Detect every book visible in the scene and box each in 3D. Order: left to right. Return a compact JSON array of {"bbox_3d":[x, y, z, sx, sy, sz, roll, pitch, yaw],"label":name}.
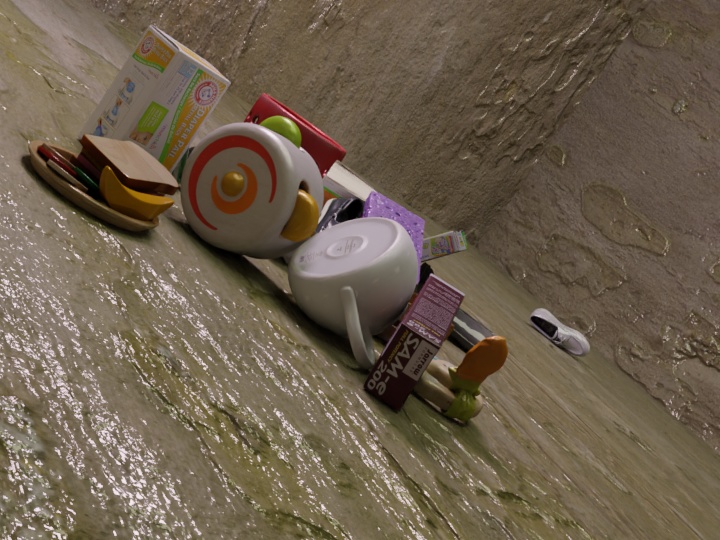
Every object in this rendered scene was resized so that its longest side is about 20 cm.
[{"bbox_3d":[-0.039,-0.097,1.992,0.133,0.200,0.048,35,52,-7],"label":"book"}]

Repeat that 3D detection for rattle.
[{"bbox_3d":[0.137,0.122,1.591,0.129,0.144,0.200,15,15,2],"label":"rattle"}]

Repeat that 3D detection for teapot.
[{"bbox_3d":[0.000,0.029,1.528,0.197,0.200,0.147,13,-50,48],"label":"teapot"}]

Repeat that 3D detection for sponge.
[{"bbox_3d":[0.051,-0.051,1.826,0.111,0.030,0.200,30,32,-13],"label":"sponge"}]

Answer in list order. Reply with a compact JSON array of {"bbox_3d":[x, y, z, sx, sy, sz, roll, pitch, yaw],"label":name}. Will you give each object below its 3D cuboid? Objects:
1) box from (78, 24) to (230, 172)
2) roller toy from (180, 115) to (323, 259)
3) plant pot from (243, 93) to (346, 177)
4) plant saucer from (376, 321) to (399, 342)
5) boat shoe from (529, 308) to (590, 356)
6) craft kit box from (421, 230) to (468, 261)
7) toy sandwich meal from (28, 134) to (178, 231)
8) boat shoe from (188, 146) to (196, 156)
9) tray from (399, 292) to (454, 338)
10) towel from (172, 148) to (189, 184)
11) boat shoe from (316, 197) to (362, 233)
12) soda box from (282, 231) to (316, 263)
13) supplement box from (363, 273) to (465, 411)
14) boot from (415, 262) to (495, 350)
[{"bbox_3d":[-0.303,-0.238,1.606,0.112,0.200,0.101,25,13,-48],"label":"box"},{"bbox_3d":[-0.155,-0.110,1.550,0.201,0.182,0.140,69,17,13],"label":"roller toy"},{"bbox_3d":[-0.154,-0.213,2.103,0.200,0.183,0.200,34,9,-6],"label":"plant pot"},{"bbox_3d":[0.030,0.073,1.763,0.200,0.037,0.200,35,8,-6],"label":"plant saucer"},{"bbox_3d":[0.579,0.185,3.184,0.200,0.072,0.068,44,32,14],"label":"boat shoe"},{"bbox_3d":[0.105,-0.033,2.147,0.197,0.199,0.049,1,74,-77],"label":"craft kit box"},{"bbox_3d":[-0.316,-0.121,1.361,0.205,0.070,0.205,34,9,-6],"label":"toy sandwich meal"},{"bbox_3d":[-0.216,-0.115,1.741,0.200,0.076,0.074,48,8,25],"label":"boat shoe"},{"bbox_3d":[0.057,0.049,1.757,0.200,0.037,0.099,28,11,-44],"label":"tray"},{"bbox_3d":[-0.328,-0.241,1.760,0.023,0.153,0.200,-11,38,-35],"label":"towel"},{"bbox_3d":[-0.036,-0.056,1.821,0.075,0.066,0.200,64,28,-27],"label":"boat shoe"},{"bbox_3d":[-0.133,-0.105,1.797,0.200,0.063,0.068,-121,-168,-44],"label":"soda box"},{"bbox_3d":[0.074,0.090,1.441,0.061,0.109,0.200,31,22,2],"label":"supplement box"},{"bbox_3d":[0.181,0.079,2.160,0.199,0.073,0.182,29,28,3],"label":"boot"}]
